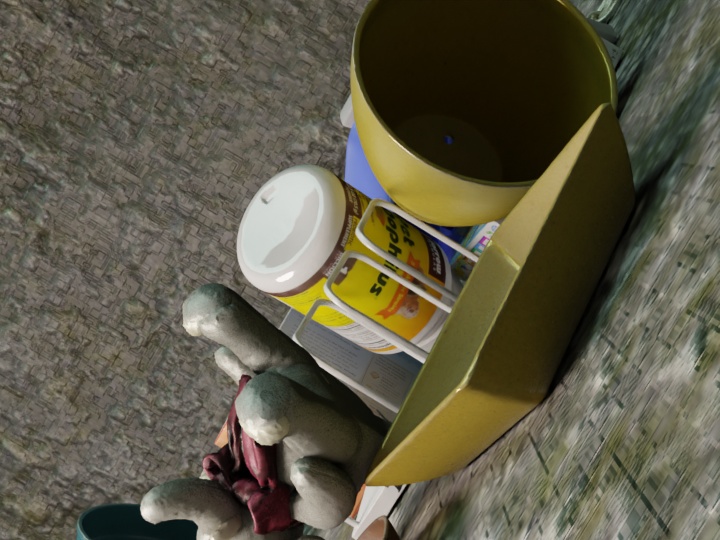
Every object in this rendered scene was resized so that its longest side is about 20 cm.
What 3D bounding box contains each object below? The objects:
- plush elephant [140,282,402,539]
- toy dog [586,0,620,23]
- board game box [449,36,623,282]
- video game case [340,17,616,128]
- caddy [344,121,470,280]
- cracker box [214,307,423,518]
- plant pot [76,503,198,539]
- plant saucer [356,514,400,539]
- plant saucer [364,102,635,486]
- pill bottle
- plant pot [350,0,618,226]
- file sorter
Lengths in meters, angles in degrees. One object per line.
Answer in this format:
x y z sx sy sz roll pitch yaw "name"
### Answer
-0.065 0.132 1.008 0.155 0.200 0.165 -48 40 6 "plush elephant"
0.184 -0.237 1.664 0.132 0.096 0.200 -61 2 -26 "toy dog"
0.148 -0.092 1.348 0.200 0.034 0.134 -60 2 -21 "board game box"
0.107 -0.179 1.460 0.024 0.199 0.182 -99 31 -43 "video game case"
0.067 -0.076 1.421 0.141 0.105 0.200 -19 -51 -32 "caddy"
-0.028 0.109 1.371 0.058 0.134 0.200 -59 1 36 "cracker box"
-0.199 0.350 1.523 0.200 0.199 0.189 -76 2 -83 "plant pot"
-0.023 0.232 0.884 0.201 0.034 0.200 -60 1 2 "plant saucer"
0.087 0.029 0.909 0.200 0.048 0.200 -61 3 -27 "plant saucer"
0.000 0.000 1.299 0.109 0.200 0.110 -21 55 33 "pill bottle"
0.078 -0.113 1.204 0.200 0.200 0.142 -61 -3 -30 "plant pot"
0.010 0.068 1.167 0.200 0.124 0.139 -59 1 17 "file sorter"
